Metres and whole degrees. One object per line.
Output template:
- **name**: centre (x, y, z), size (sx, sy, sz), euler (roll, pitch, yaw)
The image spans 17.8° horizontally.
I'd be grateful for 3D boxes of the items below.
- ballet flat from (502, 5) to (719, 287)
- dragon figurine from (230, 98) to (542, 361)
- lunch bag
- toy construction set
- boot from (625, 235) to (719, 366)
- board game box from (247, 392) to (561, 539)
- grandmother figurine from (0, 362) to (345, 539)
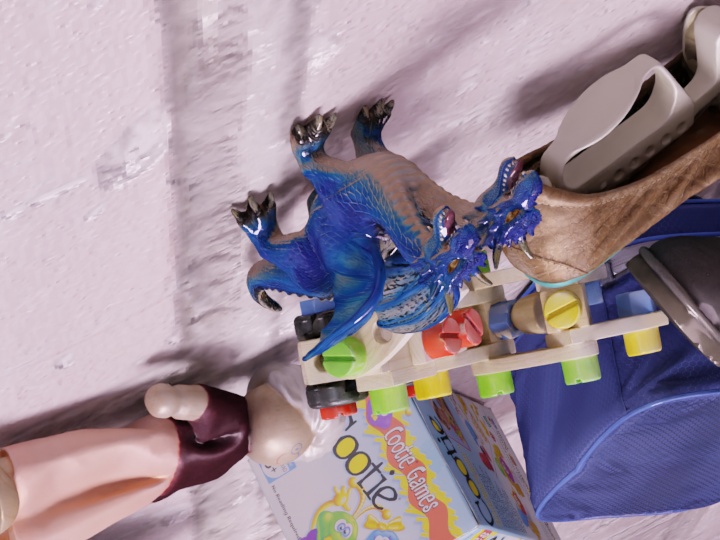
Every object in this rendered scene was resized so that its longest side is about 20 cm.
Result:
- **ballet flat**: centre (0.139, -0.071, 1.008), size (0.199, 0.068, 0.073), euler (-33, 136, -16)
- **dragon figurine**: centre (0.000, 0.000, 0.932), size (0.059, 0.100, 0.200), euler (-14, 157, -36)
- **lunch bag**: centre (0.162, 0.037, 1.235), size (0.135, 0.133, 0.200), euler (-1, 152, -24)
- **toy construction set**: centre (0.046, 0.022, 1.074), size (0.130, 0.093, 0.200), euler (-11, 165, 32)
- **boot**: centre (0.230, -0.040, 1.061), size (0.200, 0.073, 0.181), euler (-46, 151, 17)
- **board game box**: centre (0.031, 0.138, 1.347), size (0.103, 0.105, 0.200), euler (-32, 161, 11)
- **grandmother figurine**: centre (-0.097, 0.090, 1.105), size (0.199, 0.061, 0.121), euler (-15, 166, -30)
